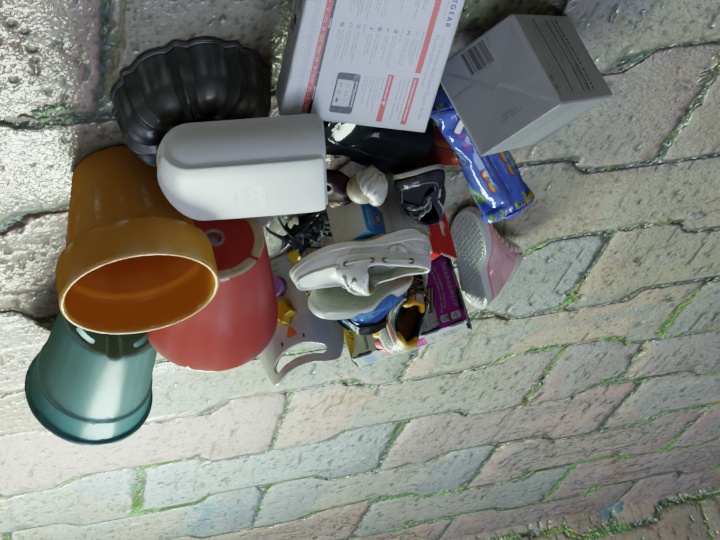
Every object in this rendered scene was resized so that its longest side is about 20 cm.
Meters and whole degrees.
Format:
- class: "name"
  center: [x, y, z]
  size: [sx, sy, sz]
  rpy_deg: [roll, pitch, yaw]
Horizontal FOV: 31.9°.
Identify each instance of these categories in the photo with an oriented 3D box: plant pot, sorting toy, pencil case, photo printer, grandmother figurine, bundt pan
- class: "plant pot"
  center: [-0.208, 0.011, 1.769]
  size: [0.198, 0.202, 0.178]
  rpy_deg: [-8, 142, -14]
- class: "sorting toy"
  center: [-0.100, 0.076, 1.932]
  size: [0.198, 0.182, 0.107]
  rpy_deg: [-24, 152, 17]
- class: "pencil case"
  center: [0.154, -0.155, 1.638]
  size: [0.077, 0.087, 0.201]
  rpy_deg: [-27, 115, 8]
- class: "plant pot"
  center: [-0.386, 0.124, 1.881]
  size: [0.198, 0.202, 0.197]
  rpy_deg: [0, 142, -26]
- class: "photo printer"
  center: [-0.138, -0.117, 1.475]
  size: [0.197, 0.070, 0.167]
  rpy_deg: [-4, 160, -3]
- class: "grandmother figurine"
  center: [-0.052, -0.109, 1.668]
  size: [0.198, 0.061, 0.121]
  rpy_deg: [2, 170, 28]
- class: "plant pot"
  center: [-0.291, -0.048, 1.597]
  size: [0.197, 0.185, 0.201]
  rpy_deg: [-12, 152, -6]
- class: "bundt pan"
  center: [-0.196, -0.185, 1.511]
  size: [0.199, 0.077, 0.203]
  rpy_deg: [-12, 152, -6]

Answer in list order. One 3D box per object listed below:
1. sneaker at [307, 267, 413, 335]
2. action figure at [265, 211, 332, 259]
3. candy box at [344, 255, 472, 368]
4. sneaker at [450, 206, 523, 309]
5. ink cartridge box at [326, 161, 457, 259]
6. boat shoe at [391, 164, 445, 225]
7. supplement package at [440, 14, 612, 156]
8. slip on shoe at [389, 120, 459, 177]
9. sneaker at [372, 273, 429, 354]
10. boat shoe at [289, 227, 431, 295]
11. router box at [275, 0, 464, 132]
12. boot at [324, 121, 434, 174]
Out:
- class: "sneaker"
  center: [-0.013, 0.057, 1.837]
  size: [0.199, 0.077, 0.112]
  rpy_deg: [-23, 151, -47]
- class: "action figure"
  center: [-0.038, -0.034, 1.847]
  size: [0.198, 0.103, 0.119]
  rpy_deg: [2, 146, -36]
- class: "candy box"
  center: [0.065, 0.058, 2.029]
  size: [0.198, 0.138, 0.061]
  rpy_deg: [-20, 158, 8]
- class: "sneaker"
  center: [0.203, -0.042, 2.004]
  size: [0.104, 0.075, 0.202]
  rpy_deg: [-41, 140, -28]
- class: "ink cartridge box"
  center: [0.043, -0.069, 1.804]
  size: [0.067, 0.117, 0.199]
  rpy_deg: [-32, 148, 33]
- class: "boat shoe"
  center: [0.088, -0.101, 1.716]
  size: [0.072, 0.064, 0.200]
  rpy_deg: [-12, 174, 7]
- class: "supplement package"
  center: [0.199, -0.226, 1.517]
  size: [0.121, 0.121, 0.199]
  rpy_deg: [-32, 174, 29]
- class: "slip on shoe"
  center: [0.121, -0.170, 1.720]
  size: [0.199, 0.062, 0.074]
  rpy_deg: [-28, 152, 26]
- class: "sneaker"
  center: [0.080, 0.031, 1.941]
  size: [0.077, 0.203, 0.082]
  rpy_deg: [11, 174, -29]
- class: "boat shoe"
  center: [0.000, 0.000, 1.708]
  size: [0.198, 0.070, 0.071]
  rpy_deg: [-16, 155, 11]
- class: "router box"
  center: [0.010, -0.258, 1.412]
  size: [0.177, 0.049, 0.202]
  rpy_deg: [5, 129, -15]
- class: "boot"
  center: [0.030, -0.197, 1.601]
  size: [0.166, 0.077, 0.200]
  rpy_deg: [8, 150, -33]
